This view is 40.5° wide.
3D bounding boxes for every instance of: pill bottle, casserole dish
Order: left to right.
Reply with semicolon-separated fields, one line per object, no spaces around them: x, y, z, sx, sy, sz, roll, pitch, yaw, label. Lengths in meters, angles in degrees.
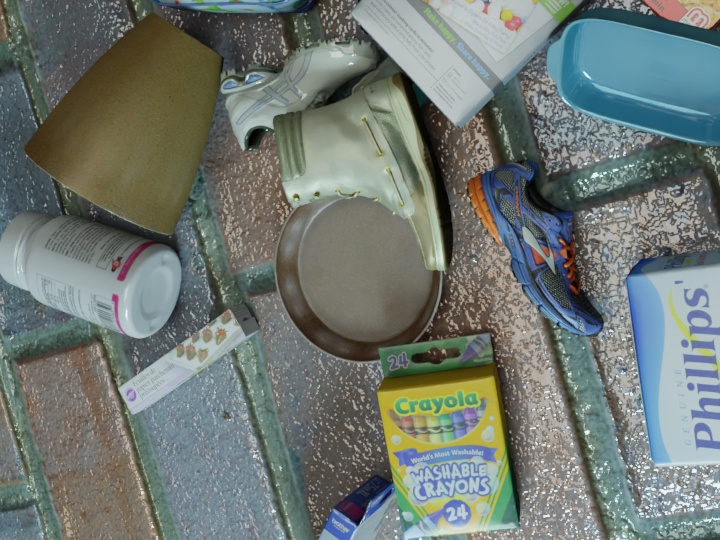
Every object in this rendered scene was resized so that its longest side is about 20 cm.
-0.325;-0.001;1.167;0.198;0.113;0.114;18;105;19;pill bottle
0.271;-0.182;0.897;0.198;0.039;0.122;18;148;19;casserole dish

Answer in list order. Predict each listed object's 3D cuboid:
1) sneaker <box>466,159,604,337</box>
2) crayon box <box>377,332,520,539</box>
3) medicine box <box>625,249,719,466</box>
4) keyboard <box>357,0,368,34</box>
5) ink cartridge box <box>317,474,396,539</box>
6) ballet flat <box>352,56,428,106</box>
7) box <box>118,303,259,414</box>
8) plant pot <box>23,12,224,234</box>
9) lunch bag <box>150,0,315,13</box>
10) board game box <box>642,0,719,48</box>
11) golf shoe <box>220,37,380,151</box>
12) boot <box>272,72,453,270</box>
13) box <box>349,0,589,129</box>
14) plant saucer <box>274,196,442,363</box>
0.185;-0.023;0.971;0.078;0.075;0.201;-34;86;20;sneaker
0.092;0.176;1.032;0.124;0.052;0.202;-9;99;12;crayon box
0.359;0.074;0.894;0.198;0.103;0.184;-8;95;23;medicine box
0.085;-0.294;0.986;0.198;0.040;0.105;3;100;22;keyboard
-0.019;0.307;1.083;0.042;0.119;0.201;32;109;17;ink cartridge box
-0.007;-0.160;1.043;0.199;0.067;0.064;-36;56;23;ballet flat
-0.208;0.107;1.175;0.199;0.041;0.039;-34;85;23;box
-0.241;-0.174;1.082;0.186;0.186;0.201;33;97;15;plant pot
-0.135;-0.360;1.045;0.198;0.082;0.163;5;102;22;lunch bag
0.320;-0.326;0.876;0.152;0.046;0.200;46;112;10;board game box
-0.059;-0.184;1.039;0.199;0.078;0.098;-12;84;36;golf shoe
0.004;-0.082;0.991;0.153;0.072;0.202;-15;102;14;boot
0.113;-0.263;0.943;0.200;0.041;0.156;-43;86;9;box
0.000;0.000;1.073;0.198;0.034;0.202;4;99;23;plant saucer
